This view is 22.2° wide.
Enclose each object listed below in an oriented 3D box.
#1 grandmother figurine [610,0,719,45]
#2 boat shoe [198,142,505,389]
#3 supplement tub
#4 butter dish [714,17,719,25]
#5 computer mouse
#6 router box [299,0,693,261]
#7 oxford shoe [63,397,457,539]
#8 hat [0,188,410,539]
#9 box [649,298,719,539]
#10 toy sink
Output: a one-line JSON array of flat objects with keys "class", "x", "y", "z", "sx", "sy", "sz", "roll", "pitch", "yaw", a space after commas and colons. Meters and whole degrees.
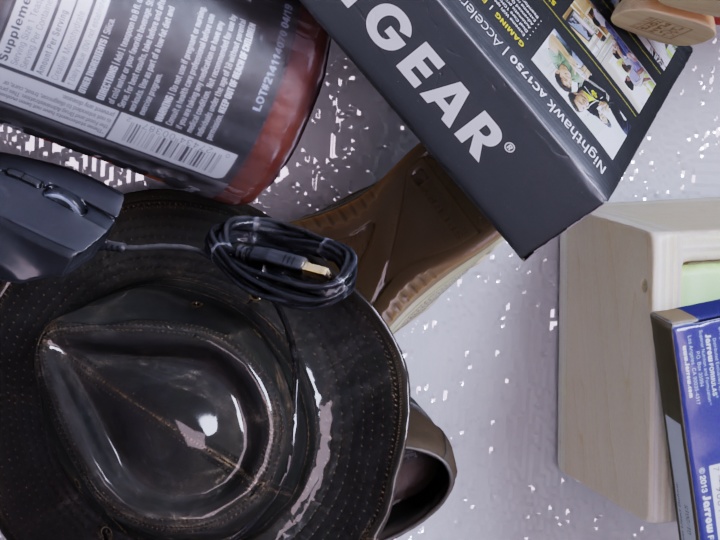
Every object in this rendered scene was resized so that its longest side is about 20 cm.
[{"class": "grandmother figurine", "x": 0.140, "y": -0.196, "z": 0.745, "sx": 0.060, "sy": 0.121, "sz": 0.201, "roll": 14, "pitch": 78, "yaw": -28}, {"class": "boat shoe", "x": 0.000, "y": 0.000, "z": 0.806, "sx": 0.200, "sy": 0.065, "sz": 0.072, "roll": -35, "pitch": 80, "yaw": 6}, {"class": "supplement tub", "x": -0.118, "y": -0.105, "z": 0.736, "sx": 0.199, "sy": 0.107, "sz": 0.108, "roll": 20, "pitch": 91, "yaw": -19}, {"class": "butter dish", "x": 0.216, "y": -0.191, "z": 0.811, "sx": 0.147, "sy": 0.200, "sz": 0.201, "roll": 15, "pitch": 94, "yaw": -42}, {"class": "computer mouse", "x": -0.094, "y": -0.019, "z": 0.735, "sx": 0.199, "sy": 0.059, "sz": 0.034, "roll": 8, "pitch": 126, "yaw": 18}, {"class": "router box", "x": 0.039, "y": -0.122, "z": 0.733, "sx": 0.051, "sy": 0.149, "sz": 0.200, "roll": -36, "pitch": 100, "yaw": 36}, {"class": "oxford shoe", "x": -0.051, "y": 0.108, "z": 0.799, "sx": 0.199, "sy": 0.084, "sz": 0.073, "roll": -23, "pitch": 108, "yaw": -11}, {"class": "hat", "x": -0.083, "y": 0.058, "z": 0.740, "sx": 0.199, "sy": 0.081, "sz": 0.202, "roll": -1, "pitch": 83, "yaw": 13}, {"class": "box", "x": 0.228, "y": 0.059, "z": 0.791, "sx": 0.199, "sy": 0.032, "sz": 0.122, "roll": -11, "pitch": 101, "yaw": -10}, {"class": "toy sink", "x": 0.203, "y": 0.035, "z": 0.856, "sx": 0.199, "sy": 0.112, "sz": 0.131, "roll": -2, "pitch": 99, "yaw": -18}]
